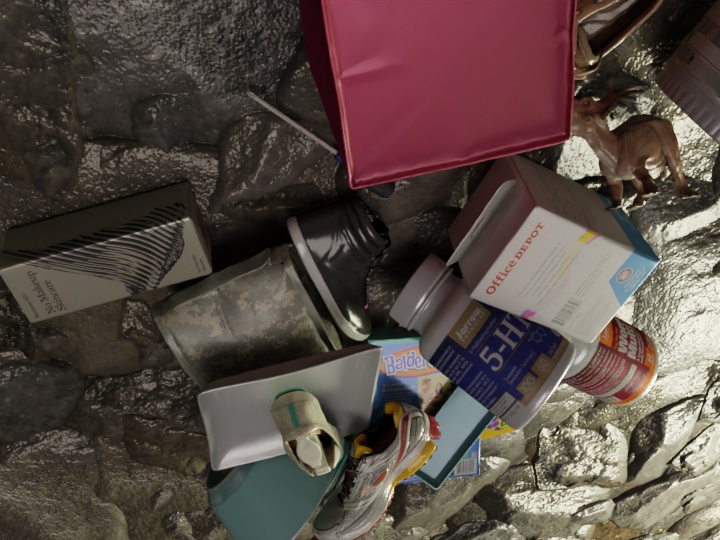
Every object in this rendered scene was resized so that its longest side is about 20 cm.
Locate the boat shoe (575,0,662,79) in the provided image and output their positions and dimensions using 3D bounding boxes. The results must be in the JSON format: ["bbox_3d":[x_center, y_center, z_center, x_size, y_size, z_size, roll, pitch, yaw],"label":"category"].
[{"bbox_3d":[0.203,-0.222,0.787,0.200,0.065,0.071,-42,127,20],"label":"boat shoe"}]

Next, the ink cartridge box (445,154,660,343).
[{"bbox_3d":[0.200,-0.031,0.900,0.198,0.126,0.129,21,121,-22],"label":"ink cartridge box"}]

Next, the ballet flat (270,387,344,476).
[{"bbox_3d":[-0.056,0.196,0.894,0.067,0.063,0.201,-22,147,1],"label":"ballet flat"}]

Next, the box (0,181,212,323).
[{"bbox_3d":[-0.259,-0.019,0.831,0.197,0.069,0.083,-17,131,-1],"label":"box"}]

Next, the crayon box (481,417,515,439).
[{"bbox_3d":[0.149,0.182,1.123,0.197,0.051,0.128,-13,131,-4],"label":"crayon box"}]

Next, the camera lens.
[{"bbox_3d":[0.413,-0.216,0.785,0.158,0.161,0.201,23,120,-30],"label":"camera lens"}]

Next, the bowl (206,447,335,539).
[{"bbox_3d":[-0.125,0.260,1.040,0.105,0.202,0.201,38,114,-16],"label":"bowl"}]

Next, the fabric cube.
[{"bbox_3d":[0.052,-0.221,0.659,0.193,0.201,0.202,-11,132,-4],"label":"fabric cube"}]

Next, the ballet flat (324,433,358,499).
[{"bbox_3d":[-0.004,0.225,1.105,0.068,0.068,0.201,15,113,-54],"label":"ballet flat"}]

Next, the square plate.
[{"bbox_3d":[-0.078,0.151,0.901,0.197,0.029,0.199,-12,146,-14],"label":"square plate"}]

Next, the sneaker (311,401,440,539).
[{"bbox_3d":[0.005,0.240,0.975,0.082,0.078,0.201,38,89,-29],"label":"sneaker"}]

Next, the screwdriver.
[{"bbox_3d":[-0.036,-0.126,0.823,0.199,0.029,0.028,28,118,-38],"label":"screwdriver"}]

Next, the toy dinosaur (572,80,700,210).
[{"bbox_3d":[0.304,-0.141,0.881,0.198,0.138,0.085,-4,174,-41],"label":"toy dinosaur"}]

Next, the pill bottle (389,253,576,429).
[{"bbox_3d":[0.136,0.076,0.932,0.199,0.120,0.121,37,121,9],"label":"pill bottle"}]

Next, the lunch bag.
[{"bbox_3d":[-0.119,0.062,0.905,0.162,0.119,0.201,-23,136,3],"label":"lunch bag"}]

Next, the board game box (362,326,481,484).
[{"bbox_3d":[0.079,0.171,1.034,0.149,0.045,0.204,-3,106,-10],"label":"board game box"}]

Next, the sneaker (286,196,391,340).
[{"bbox_3d":[0.000,0.000,0.916,0.098,0.071,0.201,-24,131,5],"label":"sneaker"}]

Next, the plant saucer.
[{"bbox_3d":[0.130,0.180,1.014,0.070,0.019,0.201,35,96,-18],"label":"plant saucer"}]

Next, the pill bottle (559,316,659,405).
[{"bbox_3d":[0.289,0.098,1.050,0.198,0.110,0.110,25,120,-31],"label":"pill bottle"}]
